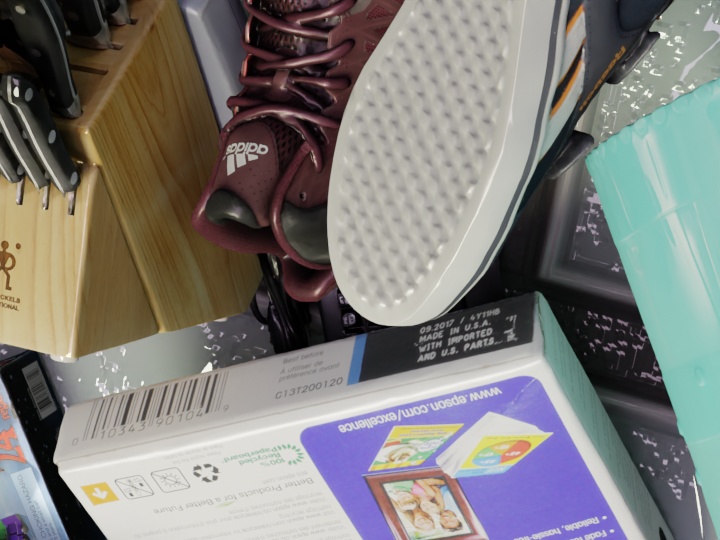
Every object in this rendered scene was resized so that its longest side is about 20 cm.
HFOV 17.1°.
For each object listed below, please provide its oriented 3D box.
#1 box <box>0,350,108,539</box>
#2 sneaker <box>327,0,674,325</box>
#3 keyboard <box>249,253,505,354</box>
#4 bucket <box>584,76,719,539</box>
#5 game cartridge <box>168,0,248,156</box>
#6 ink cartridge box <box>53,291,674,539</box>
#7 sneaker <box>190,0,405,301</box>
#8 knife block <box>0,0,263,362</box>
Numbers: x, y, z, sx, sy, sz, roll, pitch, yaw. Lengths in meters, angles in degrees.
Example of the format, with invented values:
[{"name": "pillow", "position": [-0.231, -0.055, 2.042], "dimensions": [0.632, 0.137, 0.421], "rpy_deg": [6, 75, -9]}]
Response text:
[{"name": "box", "position": [-0.161, 0.149, 1.001], "dimensions": [0.136, 0.038, 0.201], "rpy_deg": [-20, 96, 20]}, {"name": "sneaker", "position": [0.054, -0.074, 0.771], "dimensions": [0.078, 0.079, 0.201], "rpy_deg": [34, 113, 42]}, {"name": "keyboard", "position": [0.000, 0.000, 0.916], "dimensions": [0.103, 0.040, 0.202], "rpy_deg": [-8, 99, 18]}, {"name": "bucket", "position": [0.178, -0.011, 0.774], "dimensions": [0.206, 0.207, 0.136], "rpy_deg": [-24, 87, 21]}, {"name": "game cartridge", "position": [-0.123, -0.080, 0.887], "dimensions": [0.198, 0.041, 0.133], "rpy_deg": [8, 147, 25]}, {"name": "ink cartridge box", "position": [0.015, 0.108, 0.915], "dimensions": [0.197, 0.044, 0.201], "rpy_deg": [-14, 128, 20]}, {"name": "sneaker", "position": [-0.017, -0.072, 0.802], "dimensions": [0.075, 0.116, 0.201], "rpy_deg": [15, 135, 34]}, {"name": "knife block", "position": [-0.092, -0.065, 0.816], "dimensions": [0.063, 0.200, 0.177], "rpy_deg": [12, 100, 21]}]
